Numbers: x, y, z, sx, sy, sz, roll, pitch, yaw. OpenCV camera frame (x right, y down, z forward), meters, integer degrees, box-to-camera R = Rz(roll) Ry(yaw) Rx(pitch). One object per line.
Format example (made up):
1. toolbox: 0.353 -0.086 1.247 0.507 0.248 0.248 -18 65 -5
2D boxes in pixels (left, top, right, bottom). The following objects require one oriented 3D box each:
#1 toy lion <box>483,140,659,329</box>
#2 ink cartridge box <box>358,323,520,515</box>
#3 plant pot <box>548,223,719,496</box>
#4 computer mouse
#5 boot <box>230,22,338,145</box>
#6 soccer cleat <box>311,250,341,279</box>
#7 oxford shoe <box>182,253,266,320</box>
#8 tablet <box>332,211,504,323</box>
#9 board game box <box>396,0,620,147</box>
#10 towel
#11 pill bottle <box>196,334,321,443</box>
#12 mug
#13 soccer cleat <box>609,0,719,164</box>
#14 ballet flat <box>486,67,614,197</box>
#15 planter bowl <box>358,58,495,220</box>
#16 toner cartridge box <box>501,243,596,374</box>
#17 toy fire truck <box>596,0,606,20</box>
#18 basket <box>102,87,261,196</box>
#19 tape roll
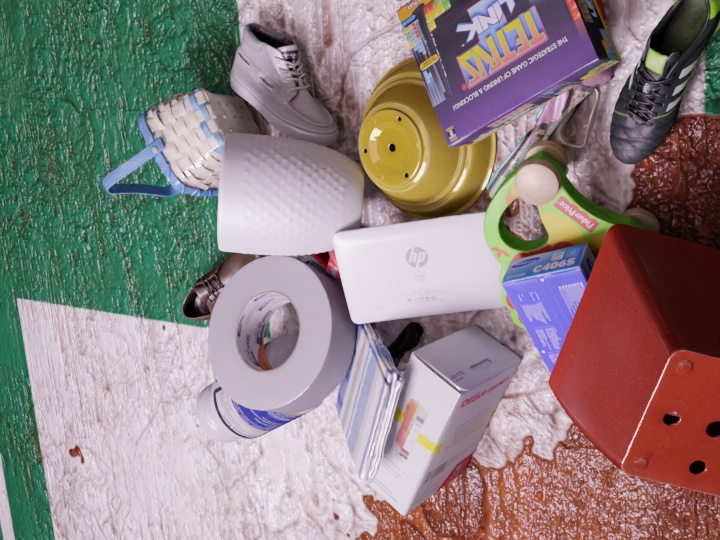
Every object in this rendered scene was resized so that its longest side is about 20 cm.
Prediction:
1. toy lion: 0.218 -0.014 1.031 0.199 0.069 0.192 36 128 -2
2. ink cartridge box: 0.098 0.181 1.156 0.083 0.144 0.202 37 122 26
3. plant pot: 0.313 0.101 0.888 0.197 0.177 0.202 14 116 -4
4. computer mouse: -0.009 0.053 1.271 0.200 0.044 0.110 46 123 16
5. boot: -0.098 -0.251 1.234 0.199 0.073 0.096 37 129 26
6. soccer cleat: 0.000 0.000 1.220 0.199 0.076 0.067 38 140 27
7. oxford shoe: -0.199 0.022 1.387 0.200 0.084 0.073 -43 74 36
8. tablet: 0.073 0.000 1.134 0.197 0.014 0.132 -7 118 12
9. board game box: 0.149 -0.248 0.981 0.199 0.056 0.167 -27 80 40
10. towel: 0.008 0.154 1.162 0.200 0.023 0.149 -120 42 -68
11. pill bottle: -0.150 0.180 1.370 0.199 0.115 0.117 -30 84 40
12. mug: -0.086 -0.100 1.195 0.173 0.200 0.150 4 109 -4
13. soccer cleat: 0.297 -0.196 0.932 0.067 0.081 0.202 36 122 25
14. ballet flat: 0.212 -0.147 1.029 0.071 0.069 0.201 36 120 12
15. planter bowl: 0.059 -0.153 1.132 0.199 0.083 0.203 11 109 35
16. toner cartridge box: 0.241 0.069 1.021 0.094 0.043 0.201 -13 120 35
17. toy fire truck: 0.158 -0.292 1.037 0.199 0.049 0.143 -23 88 40
18. basket: -0.245 -0.164 1.318 0.199 0.176 0.140 -35 81 20
19. tape roll: -0.105 0.085 1.233 0.198 0.066 0.203 -7 75 30
